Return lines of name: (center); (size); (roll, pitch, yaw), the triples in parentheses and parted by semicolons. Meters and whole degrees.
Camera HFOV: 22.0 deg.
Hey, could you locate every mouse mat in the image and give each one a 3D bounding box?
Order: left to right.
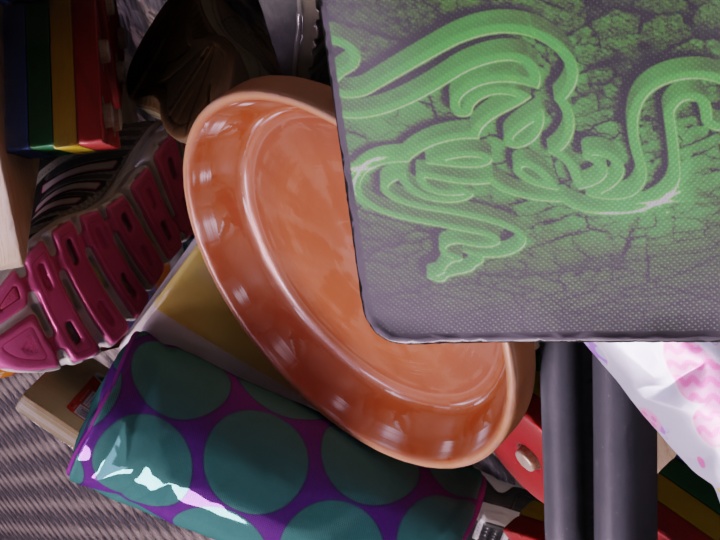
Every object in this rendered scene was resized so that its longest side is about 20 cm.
mouse mat: (0.080, -0.053, 0.621); (0.198, 0.008, 0.162); (-1, 105, 27)

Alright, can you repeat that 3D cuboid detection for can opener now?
can opener: (0.089, 0.028, 0.774); (0.053, 0.067, 0.202); (5, 101, 40)

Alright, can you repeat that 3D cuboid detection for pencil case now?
pencil case: (-0.042, 0.103, 0.925); (0.199, 0.086, 0.092); (23, 178, -3)
pencil case: (0.107, 0.000, 0.676); (0.200, 0.083, 0.091); (47, 120, 6)

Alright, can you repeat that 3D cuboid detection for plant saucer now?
plant saucer: (0.000, 0.000, 0.837); (0.200, 0.032, 0.201); (33, 144, 28)

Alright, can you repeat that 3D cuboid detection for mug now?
mug: (-0.024, 0.025, 0.982); (0.153, 0.150, 0.187); (37, 172, -6)

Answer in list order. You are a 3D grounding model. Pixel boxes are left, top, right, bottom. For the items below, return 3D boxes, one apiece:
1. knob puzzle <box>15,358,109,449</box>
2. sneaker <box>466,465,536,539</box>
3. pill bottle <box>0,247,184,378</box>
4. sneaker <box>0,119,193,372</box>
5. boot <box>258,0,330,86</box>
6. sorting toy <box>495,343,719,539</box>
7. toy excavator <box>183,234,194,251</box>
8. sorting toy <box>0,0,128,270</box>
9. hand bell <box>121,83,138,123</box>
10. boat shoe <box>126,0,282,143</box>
knob puzzle: (-0.110, 0.125, 1.106); (0.219, 0.031, 0.220); (34, -175, -3)
sneaker: (0.030, 0.117, 1.067); (0.198, 0.081, 0.074); (15, 149, -6)
pill bottle: (-0.212, 0.006, 1.088); (0.112, 0.199, 0.113); (36, 133, 51)
sneaker: (-0.151, -0.016, 0.977); (0.087, 0.200, 0.074); (-1, 127, 36)
boot: (-0.069, -0.173, 0.858); (0.199, 0.072, 0.183); (33, 145, 29)
sorting toy: (0.141, 0.124, 0.891); (0.198, 0.069, 0.201); (34, 154, 38)
toy excavator: (-0.096, -0.019, 1.153); (0.194, 0.099, 0.201); (8, 123, 61)
sorting toy: (-0.160, -0.138, 0.912); (0.199, 0.069, 0.202); (-99, 3, -58)
hand bell: (-0.197, -0.089, 1.118); (0.104, 0.104, 0.200); (52, -178, -2)
boat shoe: (-0.073, -0.096, 0.961); (0.064, 0.072, 0.200); (29, -166, -25)
